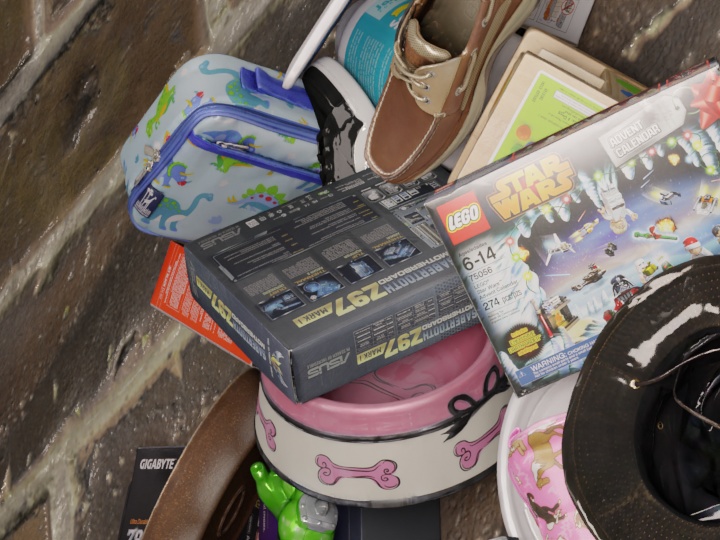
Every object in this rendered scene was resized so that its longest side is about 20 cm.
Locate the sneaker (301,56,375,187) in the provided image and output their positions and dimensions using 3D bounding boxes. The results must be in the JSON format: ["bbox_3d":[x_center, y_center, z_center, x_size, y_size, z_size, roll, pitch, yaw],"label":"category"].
[{"bbox_3d":[-0.020,-0.052,1.678,0.201,0.111,0.073,61,170,5],"label":"sneaker"}]

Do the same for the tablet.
[{"bbox_3d":[-0.017,-0.202,1.720,0.131,0.014,0.200,-56,3,10],"label":"tablet"}]

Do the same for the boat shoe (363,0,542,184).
[{"bbox_3d":[0.050,-0.146,1.493,0.076,0.072,0.201,41,117,28],"label":"boat shoe"}]

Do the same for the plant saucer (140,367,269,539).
[{"bbox_3d":[-0.108,0.169,1.646,0.201,0.036,0.201,-61,-10,-18],"label":"plant saucer"}]

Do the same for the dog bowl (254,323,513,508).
[{"bbox_3d":[0.019,0.071,1.557,0.200,0.199,0.074,-124,20,-52],"label":"dog bowl"}]

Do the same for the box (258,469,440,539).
[{"bbox_3d":[-0.010,0.174,1.677,0.141,0.078,0.202,-31,51,45],"label":"box"}]

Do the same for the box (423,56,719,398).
[{"bbox_3d":[0.156,-0.025,1.375,0.199,0.138,0.040,-25,8,12],"label":"box"}]

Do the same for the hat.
[{"bbox_3d":[0.215,0.097,1.324,0.199,0.081,0.203,-4,74,14],"label":"hat"}]

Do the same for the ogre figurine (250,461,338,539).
[{"bbox_3d":[-0.056,0.209,1.580,0.201,0.098,0.120,-54,17,2],"label":"ogre figurine"}]

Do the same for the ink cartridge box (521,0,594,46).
[{"bbox_3d":[0.124,-0.290,1.672,0.175,0.083,0.202,35,106,57],"label":"ink cartridge box"}]

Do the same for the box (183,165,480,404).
[{"bbox_3d":[0.000,0.000,1.553,0.158,0.199,0.051,40,147,47],"label":"box"}]

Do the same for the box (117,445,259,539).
[{"bbox_3d":[-0.145,0.247,1.884,0.199,0.049,0.200,-6,72,56],"label":"box"}]

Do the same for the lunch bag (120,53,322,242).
[{"bbox_3d":[-0.080,-0.085,1.786,0.161,0.199,0.083,-46,41,37],"label":"lunch bag"}]

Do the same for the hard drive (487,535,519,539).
[{"bbox_3d":[0.061,0.289,1.464,0.139,0.033,0.202,-20,73,26],"label":"hard drive"}]

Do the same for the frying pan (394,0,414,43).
[{"bbox_3d":[0.049,-0.187,1.609,0.189,0.031,0.115,-6,49,56],"label":"frying pan"}]

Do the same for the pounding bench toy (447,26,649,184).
[{"bbox_3d":[0.167,-0.052,1.469,0.125,0.199,0.156,-62,1,15],"label":"pounding bench toy"}]

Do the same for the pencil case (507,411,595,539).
[{"bbox_3d":[0.155,0.179,1.356,0.083,0.086,0.202,-46,58,53],"label":"pencil case"}]

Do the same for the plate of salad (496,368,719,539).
[{"bbox_3d":[0.169,0.131,1.432,0.199,0.048,0.202,0,90,43],"label":"plate of salad"}]

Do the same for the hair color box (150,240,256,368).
[{"bbox_3d":[-0.083,0.036,1.832,0.200,0.101,0.062,27,98,57],"label":"hair color box"}]

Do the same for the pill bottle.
[{"bbox_3d":[0.052,-0.150,1.694,0.200,0.110,0.112,38,108,56],"label":"pill bottle"}]
